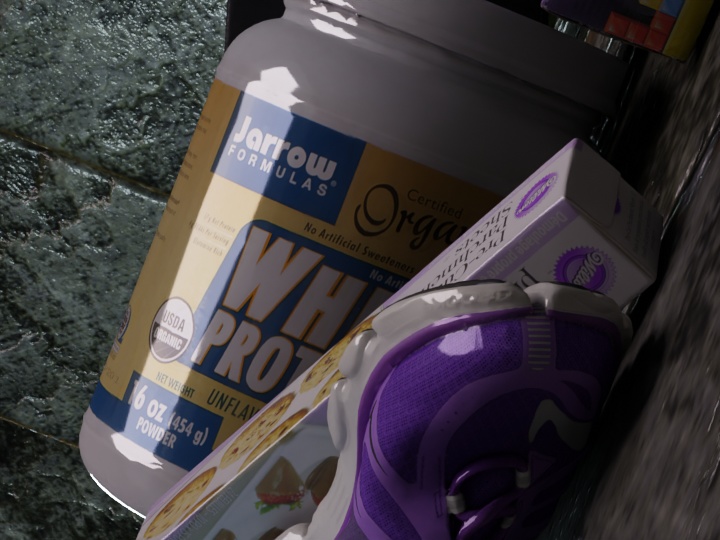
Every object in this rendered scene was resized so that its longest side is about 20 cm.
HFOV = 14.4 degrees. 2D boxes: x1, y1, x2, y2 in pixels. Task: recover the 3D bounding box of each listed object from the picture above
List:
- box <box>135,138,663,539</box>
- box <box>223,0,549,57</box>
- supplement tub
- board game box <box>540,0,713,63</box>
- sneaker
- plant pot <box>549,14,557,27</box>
[{"bbox_3d":[0.007,0.040,0.861,0.200,0.039,0.041,-41,17,28],"label":"box"},{"bbox_3d":[0.010,-0.072,1.104,0.106,0.122,0.201,-76,-10,-73],"label":"box"},{"bbox_3d":[0.000,0.000,0.984,0.145,0.144,0.201,-101,32,-86],"label":"supplement tub"},{"bbox_3d":[0.122,-0.190,0.943,0.165,0.057,0.201,-71,3,-67],"label":"board game box"},{"bbox_3d":[0.027,0.081,0.809,0.200,0.080,0.084,112,154,-42],"label":"sneaker"},{"bbox_3d":[0.020,-0.129,1.422,0.200,0.199,0.185,140,140,-85],"label":"plant pot"}]
